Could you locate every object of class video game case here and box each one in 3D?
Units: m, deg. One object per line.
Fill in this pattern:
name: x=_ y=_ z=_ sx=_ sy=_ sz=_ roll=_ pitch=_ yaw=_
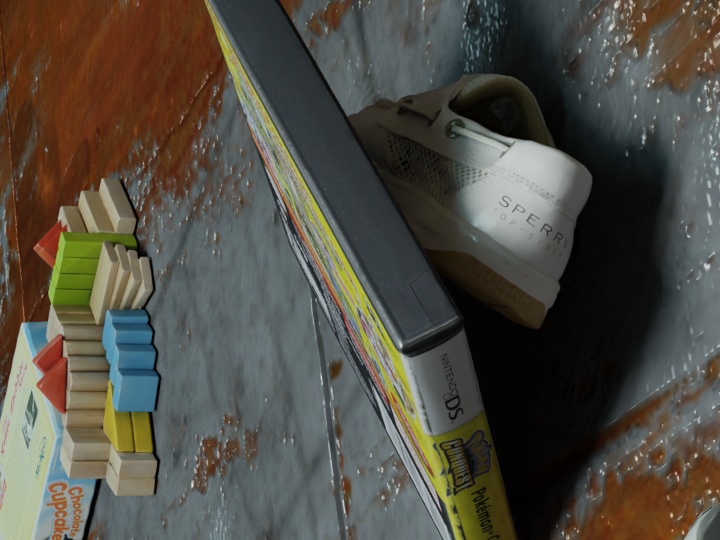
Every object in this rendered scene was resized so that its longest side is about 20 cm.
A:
video game case: x=0.000 y=0.000 z=0.807 sx=0.181 sy=0.025 sz=0.201 roll=72 pitch=171 yaw=-54

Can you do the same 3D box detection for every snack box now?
snack box: x=-0.212 y=0.147 z=1.411 sx=0.117 sy=0.037 sz=0.201 roll=-118 pitch=37 yaw=-48

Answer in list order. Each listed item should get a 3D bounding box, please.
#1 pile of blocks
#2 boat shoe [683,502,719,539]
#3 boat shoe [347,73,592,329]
pile of blocks: x=-0.161 y=0.036 z=1.270 sx=0.082 sy=0.062 sz=0.202 roll=125 pitch=140 yaw=-52
boat shoe: x=0.125 y=0.161 z=0.601 sx=0.064 sy=0.070 sz=0.201 roll=116 pitch=155 yaw=-42
boat shoe: x=0.044 y=-0.040 z=0.809 sx=0.070 sy=0.071 sz=0.200 roll=-56 pitch=22 yaw=6
